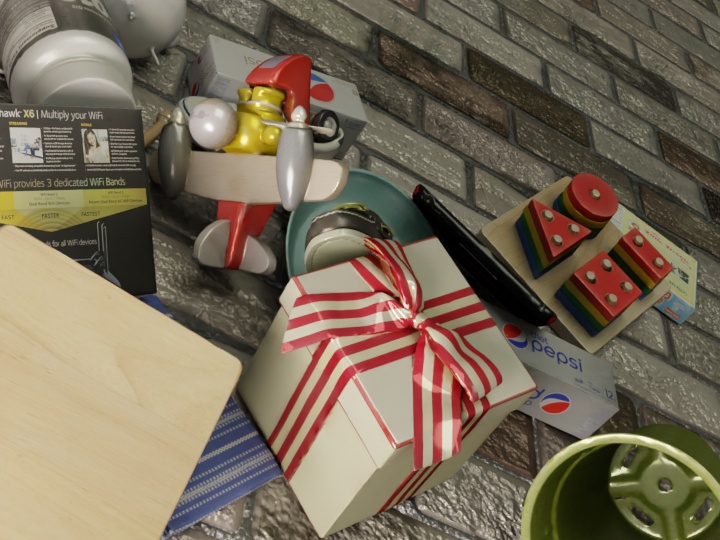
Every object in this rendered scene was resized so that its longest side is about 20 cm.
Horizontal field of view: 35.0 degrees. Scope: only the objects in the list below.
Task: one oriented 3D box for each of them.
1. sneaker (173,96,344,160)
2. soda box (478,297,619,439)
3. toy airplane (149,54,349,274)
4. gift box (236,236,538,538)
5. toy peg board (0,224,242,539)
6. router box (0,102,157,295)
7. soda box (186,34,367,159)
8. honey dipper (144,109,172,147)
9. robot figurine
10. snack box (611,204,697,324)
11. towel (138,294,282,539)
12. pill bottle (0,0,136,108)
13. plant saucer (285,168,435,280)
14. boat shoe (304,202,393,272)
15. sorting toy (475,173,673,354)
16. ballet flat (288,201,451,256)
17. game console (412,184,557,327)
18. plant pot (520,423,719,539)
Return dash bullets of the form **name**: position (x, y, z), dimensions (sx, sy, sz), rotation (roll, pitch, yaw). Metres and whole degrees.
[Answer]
- **sneaker**: position (-0.105, -0.157, 1.221), dimensions (0.198, 0.071, 0.074), rotation (11, 43, -39)
- **soda box**: position (0.175, 0.103, 1.207), dimensions (0.198, 0.064, 0.069), rotation (25, 38, -19)
- **toy airplane**: position (-0.112, -0.097, 1.049), dimensions (0.141, 0.198, 0.201), rotation (41, 22, -45)
- **gift box**: position (0.014, 0.099, 0.945), dimensions (0.198, 0.188, 0.185), rotation (-21, 65, -40)
- **toy peg board**: position (-0.220, 0.112, 0.813), dimensions (0.198, 0.098, 0.201), rotation (31, 64, -12)
- **router box**: position (-0.263, -0.051, 0.921), dimensions (0.198, 0.052, 0.161), rotation (-5, 91, -45)
- **soda box**: position (-0.092, -0.194, 1.290), dimensions (0.197, 0.064, 0.069), rotation (14, 42, -32)
- **honey dipper**: position (-0.224, -0.113, 1.110), dimensions (0.038, 0.038, 0.201), rotation (37, 33, -2)
- **robot figurine**: position (-0.251, -0.310, 1.230), dimensions (0.169, 0.112, 0.202), rotation (42, 21, -52)
- **snack box**: position (0.366, -0.026, 1.541), dimensions (0.199, 0.037, 0.117), rotation (35, 37, -6)
- **towel**: position (-0.166, 0.112, 0.933), dimensions (0.201, 0.024, 0.144), rotation (52, 35, 14)
- **pill bottle**: position (-0.276, -0.196, 1.065), dimensions (0.112, 0.115, 0.201), rotation (7, 39, -36)
- **plant saucer**: position (0.000, 0.000, 1.139), dimensions (0.197, 0.036, 0.204), rotation (14, 66, -33)
- **boat shoe**: position (-0.009, -0.026, 1.020), dimensions (0.201, 0.070, 0.062), rotation (46, 34, -73)
- **sorting toy**: position (0.275, -0.023, 1.396), dimensions (0.199, 0.070, 0.199), rotation (-30, 73, -40)
- **ballet flat**: position (0.009, -0.048, 1.227), dimensions (0.198, 0.074, 0.075), rotation (26, 37, -25)
- **game console**: position (0.133, -0.014, 1.245), dimensions (0.200, 0.031, 0.177), rotation (44, -2, 5)
- **plant pot**: position (0.272, 0.229, 1.079), dimensions (0.200, 0.200, 0.189), rotation (47, 23, 12)
